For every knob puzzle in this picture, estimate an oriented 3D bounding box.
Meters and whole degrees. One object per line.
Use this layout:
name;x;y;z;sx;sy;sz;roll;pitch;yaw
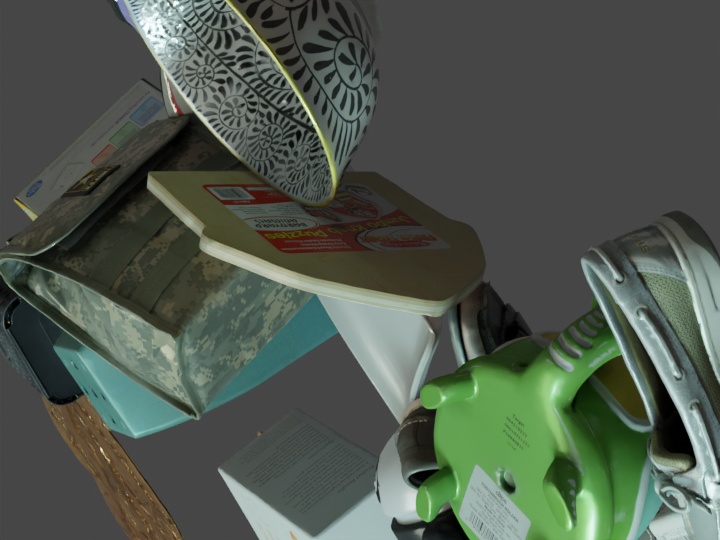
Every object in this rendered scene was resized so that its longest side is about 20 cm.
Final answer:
knob puzzle;-0.012;-0.011;1.036;0.220;0.220;0.030;34;119;44

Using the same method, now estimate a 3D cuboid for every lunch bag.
lunch bag;-0.145;-0.019;1.207;0.200;0.164;0.118;28;148;28

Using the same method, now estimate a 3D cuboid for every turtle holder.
turtle holder;0.116;0.088;0.980;0.141;0.132;0.186;16;122;50

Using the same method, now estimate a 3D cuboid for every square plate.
square plate;0.000;0.000;1.226;0.200;0.028;0.198;58;164;19

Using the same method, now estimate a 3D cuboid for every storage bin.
storage bin;-0.264;0.018;1.652;0.094;0.200;0.135;32;152;49

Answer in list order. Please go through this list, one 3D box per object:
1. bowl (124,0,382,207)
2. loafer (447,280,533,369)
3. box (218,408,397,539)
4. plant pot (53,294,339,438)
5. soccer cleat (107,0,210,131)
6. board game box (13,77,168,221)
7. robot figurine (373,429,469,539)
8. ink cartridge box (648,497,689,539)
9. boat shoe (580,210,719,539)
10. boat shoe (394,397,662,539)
bowl;-0.050;-0.145;1.013;0.201;0.094;0.201;44;163;17
loafer;0.114;0.081;1.110;0.063;0.072;0.200;-8;129;22
box;-0.024;0.247;1.639;0.200;0.106;0.152;25;146;55
plant pot;-0.147;0.043;1.421;0.141;0.200;0.141;58;161;-13
soccer cleat;-0.123;-0.172;1.213;0.073;0.068;0.200;10;136;36
board game box;-0.170;-0.059;1.364;0.200;0.153;0.040;36;166;43
robot figurine;0.093;0.191;1.227;0.200;0.125;0.150;59;162;-6
ink cartridge box;0.264;0.190;0.952;0.176;0.045;0.200;53;162;5
boat shoe;0.165;0.070;0.881;0.074;0.065;0.202;-135;28;-66
boat shoe;0.108;0.149;1.090;0.200;0.057;0.067;27;131;-15
